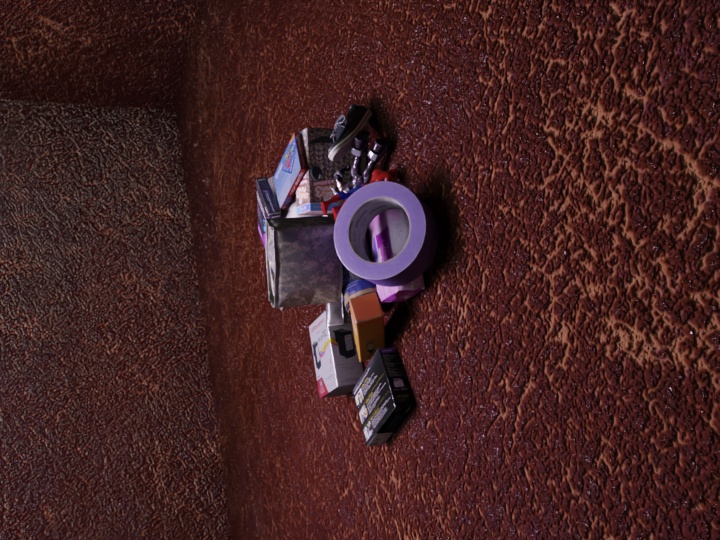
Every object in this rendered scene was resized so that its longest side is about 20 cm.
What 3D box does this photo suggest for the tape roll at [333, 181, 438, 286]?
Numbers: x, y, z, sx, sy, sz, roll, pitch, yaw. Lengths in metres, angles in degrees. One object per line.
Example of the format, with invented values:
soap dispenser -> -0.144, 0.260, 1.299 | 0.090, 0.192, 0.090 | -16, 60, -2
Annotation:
tape roll -> 0.052, -0.072, 1.406 | 0.198, 0.085, 0.202 | -5, 77, 24

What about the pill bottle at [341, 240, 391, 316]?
pill bottle -> 0.000, 0.000, 1.630 | 0.112, 0.111, 0.202 | 125, 136, -53

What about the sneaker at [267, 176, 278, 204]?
sneaker -> -0.222, -0.158, 1.975 | 0.105, 0.075, 0.202 | 126, 129, -70

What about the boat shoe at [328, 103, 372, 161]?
boat shoe -> -0.035, -0.323, 1.618 | 0.075, 0.062, 0.201 | -52, 6, 49

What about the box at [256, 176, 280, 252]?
box -> -0.249, -0.132, 1.889 | 0.201, 0.036, 0.144 | 98, 154, -48

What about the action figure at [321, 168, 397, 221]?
action figure -> 0.011, -0.154, 1.535 | 0.065, 0.199, 0.100 | 33, 148, 40

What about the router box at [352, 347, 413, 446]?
router box -> 0.048, 0.295, 1.615 | 0.201, 0.051, 0.150 | 117, 145, -47

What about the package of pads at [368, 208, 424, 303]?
package of pads -> 0.075, -0.038, 1.502 | 0.120, 0.075, 0.202 | 141, 124, -64

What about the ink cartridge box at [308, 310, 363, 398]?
ink cartridge box -> -0.065, 0.218, 1.825 | 0.146, 0.082, 0.202 | 135, 128, -59

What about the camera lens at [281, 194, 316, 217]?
camera lens -> -0.129, -0.099, 1.851 | 0.160, 0.159, 0.202 | 169, 99, -65

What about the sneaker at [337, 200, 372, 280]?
sneaker -> -0.012, -0.084, 1.559 | 0.091, 0.075, 0.201 | 77, 177, -63

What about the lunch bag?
lunch bag -> -0.127, -0.015, 1.573 | 0.118, 0.162, 0.202 | -138, 46, -65

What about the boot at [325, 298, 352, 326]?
boot -> -0.078, 0.039, 1.743 | 0.073, 0.180, 0.202 | -168, 81, -79

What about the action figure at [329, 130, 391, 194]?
action figure -> 0.002, -0.220, 1.617 | 0.069, 0.129, 0.201 | -52, -13, -55

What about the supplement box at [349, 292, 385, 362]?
supplement box -> 0.017, 0.132, 1.577 | 0.201, 0.066, 0.069 | 85, 169, -55

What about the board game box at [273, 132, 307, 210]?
board game box -> -0.177, -0.243, 1.734 | 0.200, 0.019, 0.104 | 130, 131, -57

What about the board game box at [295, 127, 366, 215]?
board game box -> -0.073, -0.240, 1.717 | 0.097, 0.158, 0.202 | 176, 91, -66

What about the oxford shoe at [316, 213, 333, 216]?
oxford shoe -> -0.112, -0.103, 1.725 | 0.199, 0.071, 0.072 | -4, 102, 41
